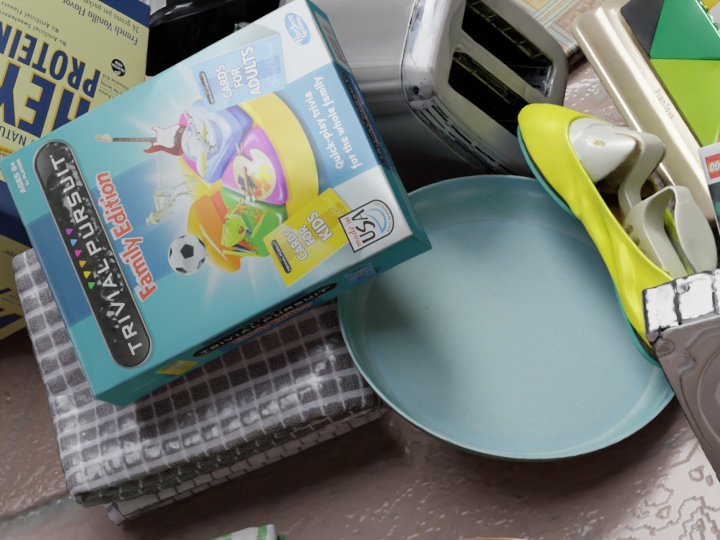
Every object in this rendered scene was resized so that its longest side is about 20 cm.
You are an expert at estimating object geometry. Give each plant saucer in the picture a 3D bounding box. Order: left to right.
[{"bbox_3d":[0.085,0.030,1.403,0.200,0.027,0.200,4,50,-4],"label":"plant saucer"}]

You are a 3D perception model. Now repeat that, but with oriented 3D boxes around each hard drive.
[{"bbox_3d":[0.257,0.039,1.266,0.200,0.140,0.038,-16,45,15],"label":"hard drive"}]

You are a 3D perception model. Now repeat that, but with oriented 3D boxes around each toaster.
[{"bbox_3d":[0.033,-0.115,1.493,0.129,0.200,0.114,-2,66,38],"label":"toaster"}]

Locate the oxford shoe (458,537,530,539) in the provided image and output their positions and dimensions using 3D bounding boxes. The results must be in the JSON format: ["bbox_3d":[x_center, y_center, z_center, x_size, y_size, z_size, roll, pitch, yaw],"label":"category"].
[{"bbox_3d":[0.036,0.169,1.319,0.200,0.071,0.071,-11,46,20],"label":"oxford shoe"}]

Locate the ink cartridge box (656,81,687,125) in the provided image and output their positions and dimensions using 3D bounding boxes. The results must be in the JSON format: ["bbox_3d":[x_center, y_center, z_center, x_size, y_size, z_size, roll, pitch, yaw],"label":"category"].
[{"bbox_3d":[0.272,-0.151,1.465,0.161,0.050,0.200,14,78,39],"label":"ink cartridge box"}]

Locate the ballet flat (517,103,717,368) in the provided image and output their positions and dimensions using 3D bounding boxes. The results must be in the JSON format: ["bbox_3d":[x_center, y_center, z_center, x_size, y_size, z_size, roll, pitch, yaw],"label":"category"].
[{"bbox_3d":[0.154,-0.036,1.403,0.067,0.067,0.200,-56,46,37],"label":"ballet flat"}]

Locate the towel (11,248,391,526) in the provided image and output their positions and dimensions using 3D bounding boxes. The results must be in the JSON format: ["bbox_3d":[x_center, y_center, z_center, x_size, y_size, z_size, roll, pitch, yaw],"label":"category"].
[{"bbox_3d":[-0.098,0.038,1.450,0.200,0.086,0.166,-22,79,12],"label":"towel"}]

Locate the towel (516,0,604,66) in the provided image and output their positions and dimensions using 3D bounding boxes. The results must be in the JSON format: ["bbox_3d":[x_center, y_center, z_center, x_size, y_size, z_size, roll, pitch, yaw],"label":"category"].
[{"bbox_3d":[0.092,-0.187,1.663,0.147,0.022,0.200,-38,44,-8],"label":"towel"}]

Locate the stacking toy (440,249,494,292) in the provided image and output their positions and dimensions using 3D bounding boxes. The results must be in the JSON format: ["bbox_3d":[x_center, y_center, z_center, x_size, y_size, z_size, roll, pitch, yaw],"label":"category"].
[{"bbox_3d":[0.000,0.000,1.507,0.200,0.085,0.085,15,59,30],"label":"stacking toy"}]

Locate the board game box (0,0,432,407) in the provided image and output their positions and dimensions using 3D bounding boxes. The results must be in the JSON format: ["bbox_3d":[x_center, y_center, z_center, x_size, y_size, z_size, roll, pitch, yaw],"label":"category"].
[{"bbox_3d":[-0.082,-0.037,1.390,0.200,0.047,0.151,-27,74,10],"label":"board game box"}]

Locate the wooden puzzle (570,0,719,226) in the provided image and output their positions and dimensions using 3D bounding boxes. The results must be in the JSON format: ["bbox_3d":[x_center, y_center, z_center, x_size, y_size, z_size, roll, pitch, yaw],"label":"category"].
[{"bbox_3d":[0.231,-0.146,1.439,0.200,0.037,0.185,-36,50,13],"label":"wooden puzzle"}]

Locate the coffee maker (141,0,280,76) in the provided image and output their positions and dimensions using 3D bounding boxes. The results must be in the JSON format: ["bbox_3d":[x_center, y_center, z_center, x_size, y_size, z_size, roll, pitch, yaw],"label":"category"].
[{"bbox_3d":[-0.068,-0.238,1.699,0.192,0.135,0.200,-34,47,30],"label":"coffee maker"}]

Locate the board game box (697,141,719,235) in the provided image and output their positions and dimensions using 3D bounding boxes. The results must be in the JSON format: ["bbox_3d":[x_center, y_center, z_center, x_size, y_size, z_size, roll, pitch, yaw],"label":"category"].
[{"bbox_3d":[0.293,-0.032,1.346,0.200,0.035,0.127,-17,77,16],"label":"board game box"}]

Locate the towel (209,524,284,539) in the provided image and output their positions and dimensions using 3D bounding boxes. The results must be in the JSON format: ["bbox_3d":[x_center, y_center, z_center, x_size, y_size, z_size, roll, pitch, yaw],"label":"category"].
[{"bbox_3d":[-0.135,0.226,1.402,0.200,0.023,0.153,-17,45,15],"label":"towel"}]

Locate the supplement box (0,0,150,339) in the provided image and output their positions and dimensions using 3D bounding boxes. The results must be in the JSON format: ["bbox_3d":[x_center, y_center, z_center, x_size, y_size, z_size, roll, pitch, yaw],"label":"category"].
[{"bbox_3d":[-0.251,-0.076,1.598,0.200,0.134,0.200,-26,51,40],"label":"supplement box"}]
